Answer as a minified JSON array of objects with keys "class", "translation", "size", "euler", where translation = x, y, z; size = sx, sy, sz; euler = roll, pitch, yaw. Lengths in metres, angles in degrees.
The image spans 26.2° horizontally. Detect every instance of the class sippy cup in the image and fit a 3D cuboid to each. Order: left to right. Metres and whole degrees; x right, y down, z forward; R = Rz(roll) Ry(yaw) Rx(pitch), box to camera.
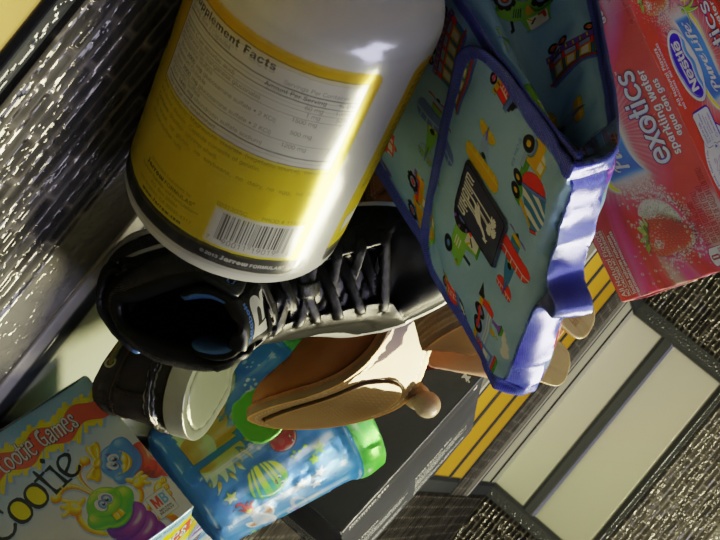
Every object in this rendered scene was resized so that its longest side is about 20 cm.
[{"class":"sippy cup","translation":[-0.073,0.117,1.080],"size":[0.130,0.140,0.178],"euler":[-35,135,-17]}]

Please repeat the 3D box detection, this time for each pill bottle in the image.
[{"class":"pill bottle","translation":[-0.029,-0.098,0.698],"size":[0.112,0.112,0.200],"euler":[-33,157,-48]}]

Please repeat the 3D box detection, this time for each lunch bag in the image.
[{"class":"lunch bag","translation":[0.073,-0.052,0.731],"size":[0.094,0.201,0.151],"euler":[-3,137,-15]}]

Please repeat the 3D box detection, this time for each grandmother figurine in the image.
[{"class":"grandmother figurine","translation":[0.053,0.034,0.957],"size":[0.200,0.061,0.121],"euler":[-7,-144,51]}]

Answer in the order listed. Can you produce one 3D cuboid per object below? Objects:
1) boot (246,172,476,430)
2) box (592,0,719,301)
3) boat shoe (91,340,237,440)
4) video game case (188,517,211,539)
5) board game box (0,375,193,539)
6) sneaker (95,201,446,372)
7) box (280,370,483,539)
[{"class":"boot","translation":[0.000,0.000,0.927],"size":[0.200,0.155,0.074],"euler":[-30,150,30]},{"class":"box","translation":[0.171,-0.097,0.919],"size":[0.095,0.201,0.100],"euler":[-21,-173,43]},{"class":"boat shoe","translation":[-0.089,0.022,0.904],"size":[0.201,0.060,0.072],"euler":[-58,152,-55]},{"class":"video game case","translation":[-0.154,0.219,1.207],"size":[0.182,0.022,0.200],"euler":[-57,168,32]},{"class":"board game box","translation":[-0.174,0.171,0.913],"size":[0.105,0.103,0.200],"euler":[-33,158,-27]},{"class":"sneaker","translation":[-0.034,0.015,0.784],"size":[0.112,0.199,0.073],"euler":[-103,-172,-75]},{"class":"box","translation":[0.012,0.162,1.455],"size":[0.200,0.104,0.182],"euler":[-46,166,-17]}]
